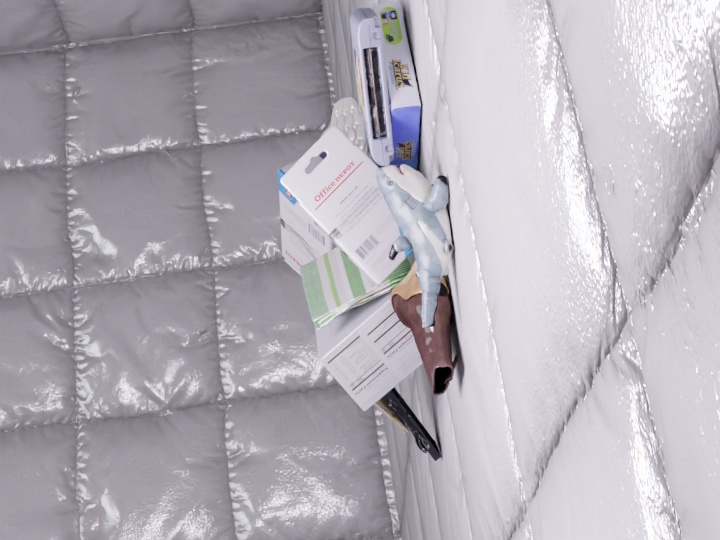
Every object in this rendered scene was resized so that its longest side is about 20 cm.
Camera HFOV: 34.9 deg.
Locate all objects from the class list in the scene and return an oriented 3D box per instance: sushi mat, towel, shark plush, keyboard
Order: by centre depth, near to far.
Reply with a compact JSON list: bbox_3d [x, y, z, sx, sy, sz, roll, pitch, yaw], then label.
[{"bbox_3d":[0.071,-0.033,1.437,0.091,0.082,0.203,-115,18,-81],"label":"shark plush"},{"bbox_3d":[0.006,-0.002,1.734,0.023,0.198,0.153,55,-169,-36],"label":"towel"},{"bbox_3d":[0.007,0.193,1.898,0.200,0.012,0.096,44,-171,-32],"label":"sushi mat"},{"bbox_3d":[0.070,0.236,1.901,0.201,0.021,0.127,53,-176,-10],"label":"keyboard"}]

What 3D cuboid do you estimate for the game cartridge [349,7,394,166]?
[{"bbox_3d":[0.015,-0.259,1.600,0.133,0.040,0.203,-94,-2,-71],"label":"game cartridge"}]

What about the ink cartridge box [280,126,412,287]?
[{"bbox_3d":[-0.005,-0.089,1.596,0.200,0.116,0.068,46,177,1],"label":"ink cartridge box"}]

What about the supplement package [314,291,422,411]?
[{"bbox_3d":[0.023,0.099,1.785,0.111,0.155,0.200,48,-174,-14],"label":"supplement package"}]

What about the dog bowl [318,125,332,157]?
[{"bbox_3d":[-0.002,-0.162,1.903,0.199,0.058,0.202,31,131,43],"label":"dog bowl"}]

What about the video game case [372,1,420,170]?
[{"bbox_3d":[0.051,-0.254,1.673,0.201,0.045,0.183,88,174,-63],"label":"video game case"}]

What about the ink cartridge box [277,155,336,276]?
[{"bbox_3d":[-0.063,-0.072,1.909,0.144,0.084,0.201,43,149,32],"label":"ink cartridge box"}]

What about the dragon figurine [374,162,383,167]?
[{"bbox_3d":[0.024,-0.098,1.668,0.100,0.198,0.059,-65,2,-29],"label":"dragon figurine"}]

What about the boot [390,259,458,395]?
[{"bbox_3d":[0.087,0.091,1.562,0.201,0.071,0.168,97,168,-65],"label":"boot"}]

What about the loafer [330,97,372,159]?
[{"bbox_3d":[0.001,-0.169,1.787,0.070,0.069,0.203,-17,-83,-68],"label":"loafer"}]
